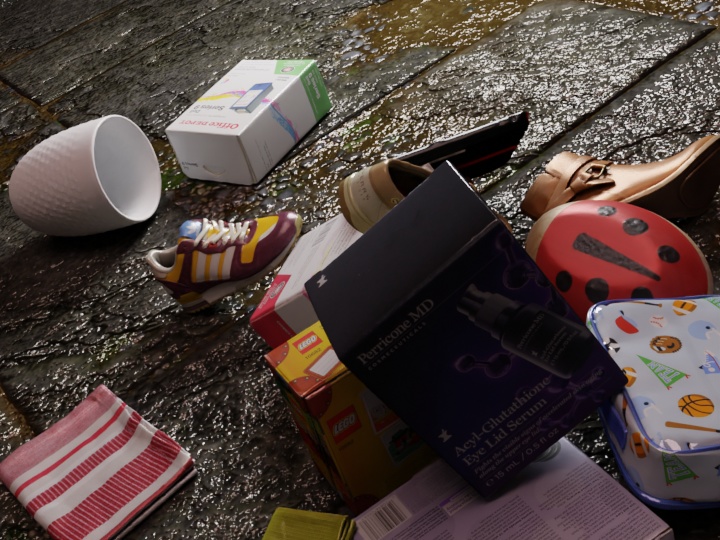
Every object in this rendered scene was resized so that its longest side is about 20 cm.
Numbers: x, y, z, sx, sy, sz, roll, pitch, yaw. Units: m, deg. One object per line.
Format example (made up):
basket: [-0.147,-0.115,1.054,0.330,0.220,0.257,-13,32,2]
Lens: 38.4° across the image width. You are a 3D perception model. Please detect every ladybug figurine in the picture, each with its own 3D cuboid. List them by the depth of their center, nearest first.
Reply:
ladybug figurine: [0.233,-0.004,0.962,0.199,0.072,0.137,25,80,39]

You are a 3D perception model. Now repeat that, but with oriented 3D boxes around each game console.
game console: [0.076,-0.113,1.100,0.198,0.031,0.177,-21,-9,-3]

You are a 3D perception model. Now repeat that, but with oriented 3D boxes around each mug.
mug: [-0.377,-0.124,1.442,0.174,0.149,0.200,-13,4,24]

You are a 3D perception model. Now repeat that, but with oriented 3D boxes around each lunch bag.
lunch bag: [0.257,0.096,0.815,0.158,0.076,0.201,-5,33,-3]

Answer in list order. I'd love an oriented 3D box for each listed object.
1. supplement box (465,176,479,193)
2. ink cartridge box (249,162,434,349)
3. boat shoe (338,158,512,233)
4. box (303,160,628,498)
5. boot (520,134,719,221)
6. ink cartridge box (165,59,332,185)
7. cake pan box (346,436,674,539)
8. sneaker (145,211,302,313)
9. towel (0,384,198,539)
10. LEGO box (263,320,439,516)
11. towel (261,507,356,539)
supplement box: [0.118,-0.018,1.080,0.068,0.067,0.201,-21,33,0]
ink cartridge box: [0.000,0.000,1.037,0.199,0.086,0.148,-26,24,41]
boat shoe: [0.074,-0.049,0.933,0.066,0.199,0.075,-32,57,42]
box: [0.079,0.047,0.771,0.148,0.200,0.105,-41,33,7]
boot: [0.278,-0.097,1.088,0.200,0.074,0.154,-39,42,-19]
ink cartridge box: [-0.158,-0.217,1.483,0.144,0.088,0.200,9,46,36]
cake pan box: [0.106,0.211,0.787,0.199,0.053,0.184,-32,33,-15]
sneaker: [-0.157,-0.025,1.166,0.199,0.090,0.075,-30,25,27]
towel: [-0.266,0.197,1.029,0.144,0.023,0.199,-40,38,-24]
LEGO box: [0.038,0.091,0.898,0.199,0.150,0.077,-31,35,-16]
towel: [-0.073,0.274,0.784,0.085,0.018,0.201,-1,50,35]
